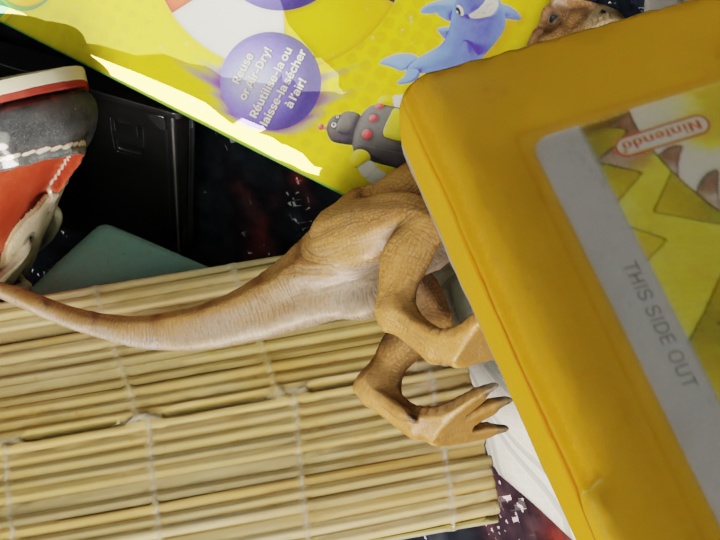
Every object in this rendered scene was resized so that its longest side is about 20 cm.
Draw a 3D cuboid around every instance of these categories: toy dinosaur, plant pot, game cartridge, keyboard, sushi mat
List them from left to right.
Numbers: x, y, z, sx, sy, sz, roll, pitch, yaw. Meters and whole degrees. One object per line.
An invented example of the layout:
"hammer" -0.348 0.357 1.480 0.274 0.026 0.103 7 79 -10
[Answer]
"keyboard" -0.147 -0.072 0.852 0.200 0.021 0.127 16 142 11
"plant pot" -0.080 0.100 0.817 0.141 0.141 0.200 22 75 8
"sushi mat" -0.065 0.046 0.762 0.200 0.096 0.012 -9 151 -9
"toy dinosaur" 0.000 0.000 0.758 0.200 0.060 0.106 -31 57 1
"game cartridge" 0.124 0.015 0.602 0.176 0.200 0.032 -17 146 -11

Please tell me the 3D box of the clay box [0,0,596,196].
"clay box" -0.034 -0.102 0.778 0.200 0.048 0.115 26 101 -10

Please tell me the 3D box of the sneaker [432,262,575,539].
"sneaker" 0.091 0.066 0.827 0.081 0.075 0.200 -16 113 50

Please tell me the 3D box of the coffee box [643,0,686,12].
"coffee box" 0.175 -0.019 0.718 0.200 0.114 0.080 3 69 8

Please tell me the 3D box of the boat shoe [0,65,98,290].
"boat shoe" -0.127 -0.010 0.816 0.200 0.071 0.063 -31 71 59
